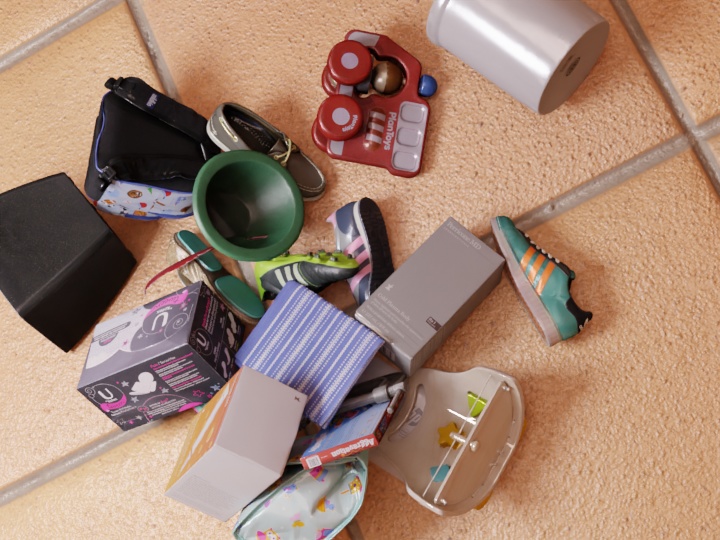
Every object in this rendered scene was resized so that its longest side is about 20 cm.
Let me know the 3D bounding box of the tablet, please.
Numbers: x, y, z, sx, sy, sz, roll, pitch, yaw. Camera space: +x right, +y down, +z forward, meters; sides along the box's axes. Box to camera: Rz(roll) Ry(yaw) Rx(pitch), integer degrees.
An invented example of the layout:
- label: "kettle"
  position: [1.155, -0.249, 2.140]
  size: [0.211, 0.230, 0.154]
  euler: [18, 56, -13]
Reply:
- label: "tablet"
  position: [0.065, 0.223, 1.679]
  size: [0.200, 0.014, 0.130]
  euler: [30, 88, 19]

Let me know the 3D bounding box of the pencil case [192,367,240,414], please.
- label: "pencil case"
  position: [-0.151, 0.152, 1.719]
  size: [0.088, 0.088, 0.200]
  euler: [44, 94, 20]

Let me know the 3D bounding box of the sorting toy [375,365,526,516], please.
- label: "sorting toy"
  position: [0.110, 0.215, 1.615]
  size: [0.180, 0.107, 0.200]
  euler: [24, 79, 38]

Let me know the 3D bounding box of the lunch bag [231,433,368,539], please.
- label: "lunch bag"
  position: [-0.066, 0.297, 1.609]
  size: [0.122, 0.170, 0.200]
  euler: [44, 94, -1]

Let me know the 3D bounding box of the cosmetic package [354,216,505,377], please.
- label: "cosmetic package"
  position: [0.096, 0.035, 1.641]
  size: [0.107, 0.090, 0.200]
  euler: [38, 74, 16]

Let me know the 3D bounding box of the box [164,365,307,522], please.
- label: "box"
  position: [-0.166, 0.231, 1.577]
  size: [0.097, 0.200, 0.124]
  euler: [28, 52, -13]

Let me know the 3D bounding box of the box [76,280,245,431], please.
- label: "box"
  position: [-0.282, 0.121, 1.705]
  size: [0.200, 0.115, 0.132]
  euler: [-21, 39, 23]

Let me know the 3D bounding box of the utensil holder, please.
- label: "utensil holder"
  position: [0.222, -0.336, 1.673]
  size: [0.200, 0.170, 0.170]
  euler: [40, 91, 17]

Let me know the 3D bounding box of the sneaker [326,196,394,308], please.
- label: "sneaker"
  position: [0.000, 0.000, 1.727]
  size: [0.082, 0.070, 0.200]
  euler: [-16, 75, 37]

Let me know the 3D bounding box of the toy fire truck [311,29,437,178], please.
- label: "toy fire truck"
  position: [0.023, -0.244, 1.752]
  size: [0.168, 0.112, 0.200]
  euler: [11, 82, -6]

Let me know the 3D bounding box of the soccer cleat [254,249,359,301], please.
- label: "soccer cleat"
  position: [-0.074, 0.013, 1.711]
  size: [0.200, 0.068, 0.081]
  euler: [0, 98, 45]

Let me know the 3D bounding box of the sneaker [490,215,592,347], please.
- label: "sneaker"
  position: [0.247, 0.004, 1.648]
  size: [0.080, 0.071, 0.200]
  euler: [-25, 72, -2]

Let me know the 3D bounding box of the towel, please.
- label: "towel"
  position: [-0.072, 0.110, 1.622]
  size: [0.200, 0.024, 0.145]
  euler: [32, 86, 39]

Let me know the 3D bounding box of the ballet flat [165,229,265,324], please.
- label: "ballet flat"
  position: [-0.219, 0.024, 1.786]
  size: [0.200, 0.071, 0.065]
  euler: [47, 120, 22]

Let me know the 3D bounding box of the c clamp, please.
- label: "c clamp"
  position: [-0.018, 0.176, 1.624]
  size: [0.200, 0.171, 0.027]
  euler: [-19, 98, 25]

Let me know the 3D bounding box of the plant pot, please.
- label: "plant pot"
  position: [-0.457, -0.026, 1.800]
  size: [0.177, 0.200, 0.200]
  euler: [-38, 70, -8]

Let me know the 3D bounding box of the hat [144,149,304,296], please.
- label: "hat"
  position: [-0.207, -0.071, 1.755]
  size: [0.176, 0.200, 0.166]
  euler: [-25, 74, 57]

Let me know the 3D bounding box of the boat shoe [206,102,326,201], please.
- label: "boat shoe"
  position: [-0.133, -0.174, 1.760]
  size: [0.202, 0.060, 0.072]
  euler: [34, 63, -5]

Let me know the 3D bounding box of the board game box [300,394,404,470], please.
- label: "board game box"
  position: [-0.007, 0.203, 1.571]
  size: [0.103, 0.200, 0.019]
  euler: [-20, 98, 15]

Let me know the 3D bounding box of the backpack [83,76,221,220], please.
- label: "backpack"
  position: [-0.306, -0.160, 1.779]
  size: [0.190, 0.154, 0.200]
  euler: [11, 60, -16]
